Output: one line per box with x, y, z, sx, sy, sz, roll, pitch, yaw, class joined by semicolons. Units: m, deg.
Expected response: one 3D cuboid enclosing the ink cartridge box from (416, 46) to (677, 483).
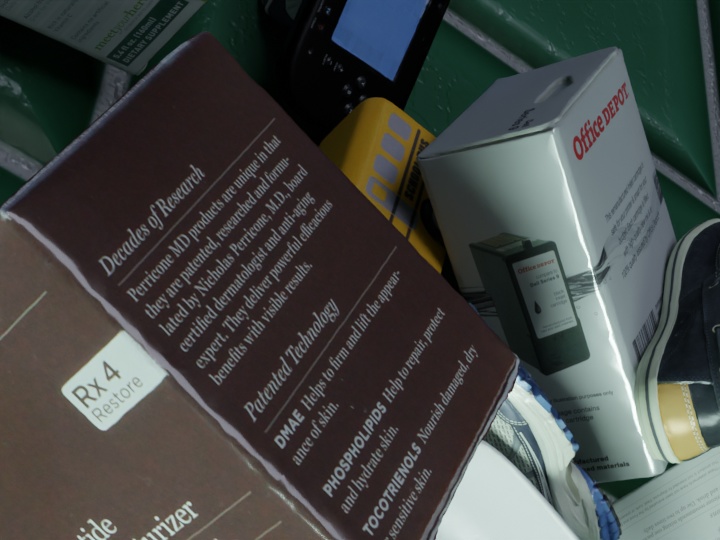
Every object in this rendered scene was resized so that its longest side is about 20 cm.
0.118;-0.004;0.942;0.146;0.084;0.201;-46;121;-58;ink cartridge box

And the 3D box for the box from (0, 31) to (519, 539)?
-0.074;0.050;0.698;0.200;0.166;0.164;45;38;-7;box

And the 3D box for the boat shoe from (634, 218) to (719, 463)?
0.197;0.033;0.922;0.075;0.062;0.200;67;28;-21;boat shoe

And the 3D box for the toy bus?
0.000;0.000;0.900;0.078;0.065;0.201;38;39;-17;toy bus

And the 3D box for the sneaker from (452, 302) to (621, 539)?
0.060;0.094;0.826;0.200;0.085;0.077;57;-3;-39;sneaker

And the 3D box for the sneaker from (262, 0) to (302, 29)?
0.016;-0.194;1.065;0.129;0.080;0.200;29;33;-17;sneaker

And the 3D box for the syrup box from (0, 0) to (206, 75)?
-0.170;-0.178;0.815;0.199;0.079;0.082;21;44;-36;syrup box

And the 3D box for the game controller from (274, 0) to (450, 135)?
0.017;-0.172;0.982;0.042;0.201;0.104;21;-4;32;game controller

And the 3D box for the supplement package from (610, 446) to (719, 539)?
0.223;0.205;0.916;0.119;0.121;0.201;7;55;-43;supplement package

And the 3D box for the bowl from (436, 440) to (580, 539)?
0.045;0.198;0.749;0.200;0.074;0.200;51;43;-18;bowl
